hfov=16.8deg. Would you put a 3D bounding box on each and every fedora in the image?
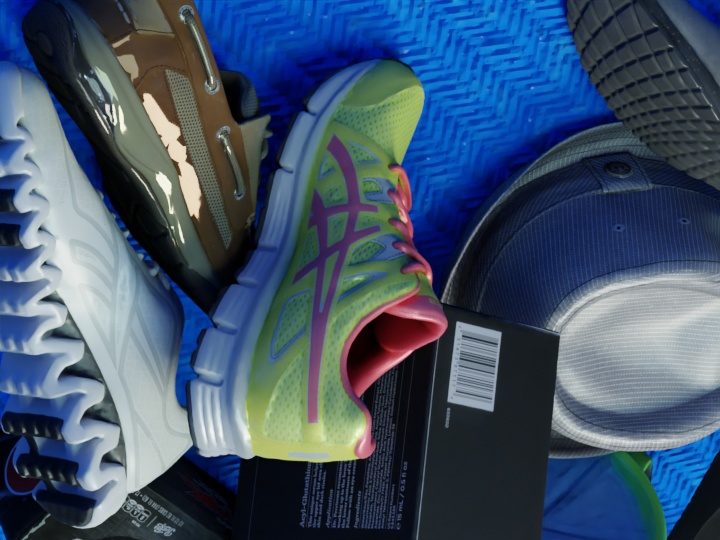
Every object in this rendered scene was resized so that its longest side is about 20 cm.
[{"bbox_3d":[0.138,0.023,1.158,0.199,0.090,0.178,2,112,-25],"label":"fedora"}]

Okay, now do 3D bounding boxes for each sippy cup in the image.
[{"bbox_3d":[0.076,0.162,1.240,0.177,0.140,0.131,-4,138,-14],"label":"sippy cup"}]

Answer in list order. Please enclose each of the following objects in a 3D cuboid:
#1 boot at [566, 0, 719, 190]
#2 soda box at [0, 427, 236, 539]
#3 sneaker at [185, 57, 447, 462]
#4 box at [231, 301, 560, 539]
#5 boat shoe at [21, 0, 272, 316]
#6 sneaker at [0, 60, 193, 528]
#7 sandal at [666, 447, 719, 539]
[{"bbox_3d":[0.192,-0.098,1.126,0.200,0.070,0.132,47,66,-17],"label":"boot"},{"bbox_3d":[-0.091,0.131,1.158,0.063,0.071,0.200,-41,133,8],"label":"soda box"},{"bbox_3d":[0.000,0.000,1.034,0.078,0.090,0.201,72,34,-59],"label":"sneaker"},{"bbox_3d":[0.009,0.123,1.092,0.079,0.141,0.201,14,78,-38],"label":"box"},{"bbox_3d":[-0.070,-0.051,1.021,0.074,0.076,0.200,-38,142,-11],"label":"boat shoe"},{"bbox_3d":[-0.121,0.004,1.024,0.081,0.075,0.201,-26,114,-33],"label":"sneaker"},{"bbox_3d":[0.219,0.093,1.265,0.200,0.045,0.075,-57,155,-12],"label":"sandal"}]
